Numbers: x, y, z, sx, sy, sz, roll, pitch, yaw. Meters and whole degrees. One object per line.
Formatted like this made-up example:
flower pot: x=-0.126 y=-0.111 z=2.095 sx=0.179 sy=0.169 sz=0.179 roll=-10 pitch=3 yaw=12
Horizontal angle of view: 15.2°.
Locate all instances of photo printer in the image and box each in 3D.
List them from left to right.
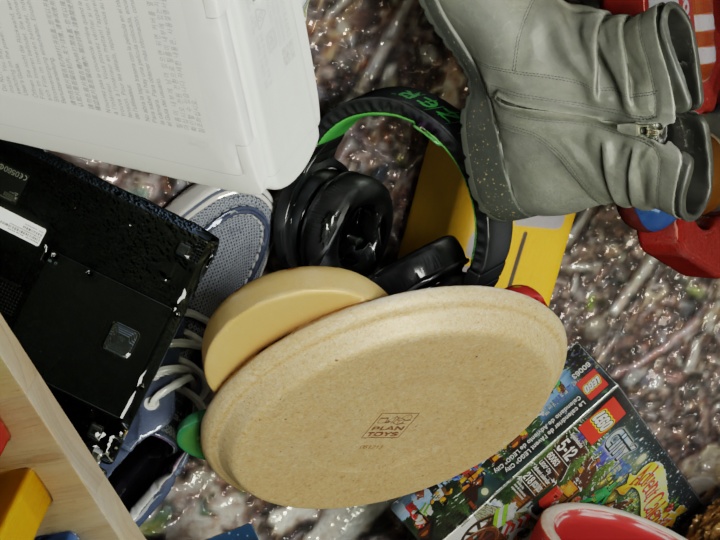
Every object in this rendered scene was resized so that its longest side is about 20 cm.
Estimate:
photo printer: x=-0.125 y=-0.126 z=1.247 sx=0.069 sy=0.200 sz=0.167 roll=-53 pitch=144 yaw=-39

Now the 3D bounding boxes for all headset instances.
headset: x=0.000 y=0.000 z=1.407 sx=0.094 sy=0.123 sz=0.200 roll=-27 pitch=149 yaw=-48

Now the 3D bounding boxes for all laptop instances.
laptop: x=-0.195 y=0.041 z=1.347 sx=0.177 sy=0.103 sz=0.200 roll=26 pitch=77 yaw=-4

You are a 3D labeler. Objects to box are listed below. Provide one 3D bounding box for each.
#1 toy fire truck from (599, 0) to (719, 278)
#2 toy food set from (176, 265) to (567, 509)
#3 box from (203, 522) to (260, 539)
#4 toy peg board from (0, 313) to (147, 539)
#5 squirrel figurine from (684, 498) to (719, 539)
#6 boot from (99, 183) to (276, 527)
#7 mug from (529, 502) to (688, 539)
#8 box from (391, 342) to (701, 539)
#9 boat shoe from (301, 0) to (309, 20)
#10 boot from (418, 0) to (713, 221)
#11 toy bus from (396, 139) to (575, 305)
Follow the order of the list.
toy fire truck: x=0.168 y=-0.091 z=1.400 sx=0.168 sy=0.112 sz=0.200 roll=-28 pitch=118 yaw=-57
toy food set: x=0.007 y=0.060 z=1.363 sx=0.200 sy=0.049 sz=0.198 roll=-8 pitch=148 yaw=-19
box: x=-0.148 y=0.209 z=1.447 sx=0.200 sy=0.038 sz=0.137 roll=-19 pitch=157 yaw=-18
toy peg board: x=-0.236 y=0.122 z=1.291 sx=0.200 sy=0.098 sz=0.199 roll=-13 pitch=123 yaw=27
squirrel figurine: x=0.196 y=0.217 z=1.585 sx=0.186 sy=0.142 sz=0.200 roll=-21 pitch=135 yaw=-18
boot: x=-0.096 y=0.049 z=1.404 sx=0.073 sy=0.090 sz=0.200 roll=27 pitch=100 yaw=-34
mug: x=0.103 y=0.240 z=1.451 sx=0.177 sy=0.133 sz=0.200 roll=-3 pitch=118 yaw=-53
box: x=0.110 y=0.134 z=1.533 sx=0.137 sy=0.038 sz=0.200 roll=-41 pitch=149 yaw=0
boat shoe: x=-0.059 y=-0.128 z=1.315 sx=0.062 sy=0.072 sz=0.200 roll=-22 pitch=163 yaw=-36
boot: x=0.104 y=-0.118 z=1.303 sx=0.068 sy=0.131 sz=0.200 roll=-30 pitch=110 yaw=-48
toy bus: x=0.067 y=-0.012 z=1.474 sx=0.078 sy=0.065 sz=0.200 roll=4 pitch=113 yaw=-27
